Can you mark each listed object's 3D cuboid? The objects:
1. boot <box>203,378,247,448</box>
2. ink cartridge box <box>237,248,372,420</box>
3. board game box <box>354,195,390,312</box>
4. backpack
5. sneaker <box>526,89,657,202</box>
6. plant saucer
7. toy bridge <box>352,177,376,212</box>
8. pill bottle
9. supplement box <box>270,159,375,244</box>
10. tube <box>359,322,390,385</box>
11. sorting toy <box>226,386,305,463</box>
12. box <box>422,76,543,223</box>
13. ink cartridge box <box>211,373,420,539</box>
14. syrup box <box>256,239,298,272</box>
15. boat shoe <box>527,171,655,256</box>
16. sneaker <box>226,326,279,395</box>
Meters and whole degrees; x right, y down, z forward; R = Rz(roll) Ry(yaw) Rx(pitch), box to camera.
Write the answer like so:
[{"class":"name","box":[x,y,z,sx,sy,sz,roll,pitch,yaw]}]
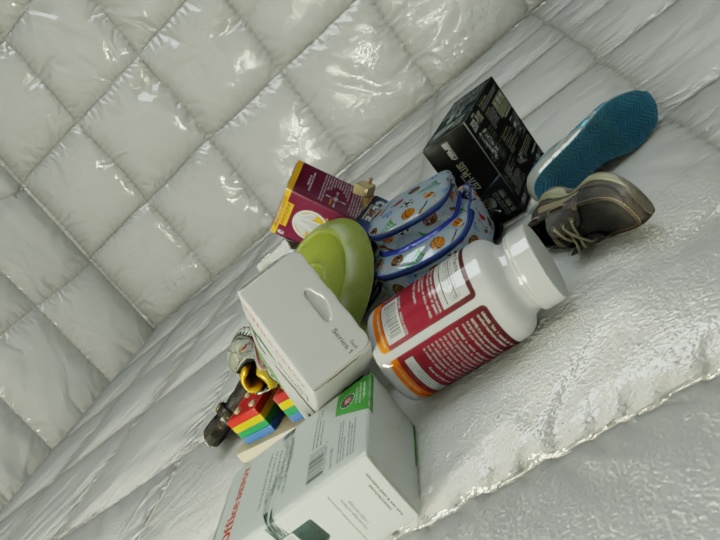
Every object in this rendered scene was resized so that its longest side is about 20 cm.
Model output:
[{"class":"boot","box":[-0.213,0.221,1.146,0.176,0.069,0.200,-55,-1,-1]},{"class":"ink cartridge box","box":[-0.061,0.092,0.753,0.084,0.147,0.201,-35,-22,-17]},{"class":"board game box","box":[0.000,0.000,1.044,0.136,0.034,0.203,-53,-22,-40]},{"class":"backpack","box":[0.099,-0.033,0.901,0.198,0.154,0.192,-32,26,22]},{"class":"sneaker","box":[0.306,-0.169,0.872,0.198,0.077,0.081,-38,11,7]},{"class":"plant saucer","box":[-0.058,0.020,0.912,0.198,0.031,0.206,-24,58,45]},{"class":"toy bridge","box":[-0.005,-0.055,1.065,0.067,0.027,0.205,-33,-39,-59]},{"class":"pill bottle","box":[0.111,0.043,0.682,0.198,0.114,0.114,-35,15,24]},{"class":"supplement box","box":[-0.048,-0.092,1.153,0.087,0.196,0.111,-73,10,-45]},{"class":"tube","box":[0.009,0.098,0.893,0.051,0.059,0.200,-33,17,-6]},{"class":"sorting toy","box":[-0.098,0.167,0.981,0.198,0.070,0.200,-33,16,35]},{"class":"box","box":[0.201,-0.186,1.028,0.085,0.165,0.201,-29,19,37]},{"class":"ink cartridge box","box":[-0.043,0.217,0.638,0.198,0.083,0.147,-38,14,14]},{"class":"syrup box","box":[-0.101,0.013,1.225,0.078,0.082,0.199,-40,-22,15]},{"class":"boat shoe","box":[0.245,-0.051,0.712,0.074,0.074,0.200,-52,6,-6]},{"class":"sneaker","box":[-0.155,0.132,0.935,0.082,0.078,0.199,-49,15,-28]}]
